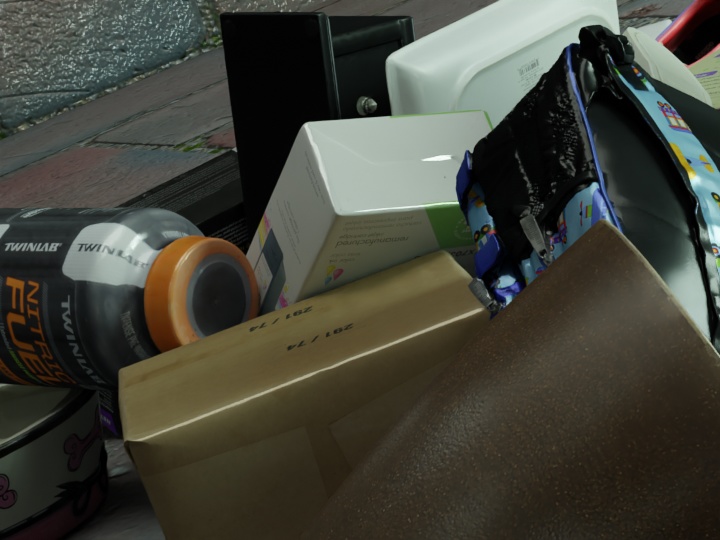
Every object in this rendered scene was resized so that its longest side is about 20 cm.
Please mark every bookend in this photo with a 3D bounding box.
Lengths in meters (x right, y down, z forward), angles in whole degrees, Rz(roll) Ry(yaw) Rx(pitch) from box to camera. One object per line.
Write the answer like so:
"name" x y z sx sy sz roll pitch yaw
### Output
"bookend" 0.022 -0.081 1.645 0.092 0.200 0.199 5 17 44

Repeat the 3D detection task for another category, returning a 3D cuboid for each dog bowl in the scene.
"dog bowl" -0.239 0.129 1.542 0.199 0.074 0.200 -19 12 4

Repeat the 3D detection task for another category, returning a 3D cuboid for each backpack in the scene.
"backpack" 0.147 0.013 1.206 0.135 0.182 0.201 -44 42 30

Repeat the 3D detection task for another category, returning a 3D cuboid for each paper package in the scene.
"paper package" -0.016 0.080 1.326 0.199 0.104 0.191 -22 11 -2

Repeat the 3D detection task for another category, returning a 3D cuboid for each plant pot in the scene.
"plant pot" 0.060 0.115 0.941 0.200 0.187 0.187 -35 13 0

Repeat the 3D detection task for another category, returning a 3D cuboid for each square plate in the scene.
"square plate" 0.105 -0.071 1.580 0.200 0.199 0.028 -30 31 -36

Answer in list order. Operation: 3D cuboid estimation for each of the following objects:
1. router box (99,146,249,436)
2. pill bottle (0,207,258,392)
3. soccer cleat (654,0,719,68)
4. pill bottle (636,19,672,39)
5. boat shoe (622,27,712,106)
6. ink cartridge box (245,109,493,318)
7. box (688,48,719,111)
"router box" -0.096 0.002 1.686 0.200 0.150 0.051 -28 49 -35
"pill bottle" -0.151 0.016 1.484 0.199 0.107 0.106 0 23 42
"soccer cleat" 0.192 -0.108 1.712 0.068 0.073 0.200 36 80 30
"pill bottle" 0.138 -0.104 1.826 0.199 0.120 0.120 -17 13 13
"boat shoe" 0.175 -0.065 1.472 0.062 0.075 0.200 -52 36 22
"ink cartridge box" 0.000 0.000 1.459 0.116 0.068 0.200 -6 -34 -25
"box" 0.277 -0.089 1.597 0.175 0.097 0.200 -7 19 46
